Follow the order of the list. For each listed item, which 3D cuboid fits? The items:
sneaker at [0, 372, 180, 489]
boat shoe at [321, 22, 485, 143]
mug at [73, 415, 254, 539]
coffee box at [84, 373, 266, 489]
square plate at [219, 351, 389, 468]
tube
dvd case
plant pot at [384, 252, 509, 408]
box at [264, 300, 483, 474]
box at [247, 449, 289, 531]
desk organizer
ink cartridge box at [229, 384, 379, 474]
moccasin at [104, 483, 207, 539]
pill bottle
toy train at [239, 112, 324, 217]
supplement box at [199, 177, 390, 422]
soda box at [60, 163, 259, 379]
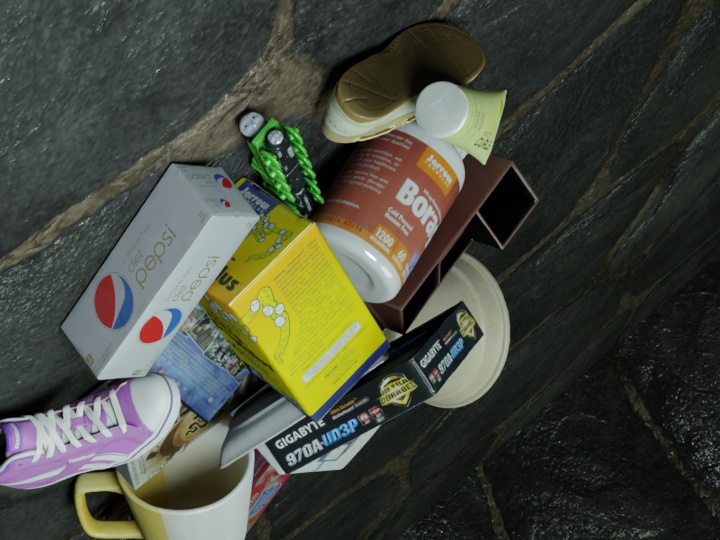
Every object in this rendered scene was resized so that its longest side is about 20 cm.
[{"bbox_3d":[-0.267,0.150,1.446,0.200,0.073,0.114,-29,161,14],"label":"sneaker"},{"bbox_3d":[0.036,-0.174,1.466,0.200,0.074,0.066,-27,169,-41],"label":"boat shoe"},{"bbox_3d":[-0.203,0.250,1.753,0.150,0.186,0.153,-55,154,-39],"label":"mug"},{"bbox_3d":[-0.182,0.121,1.624,0.200,0.080,0.113,-39,162,-18],"label":"coffee box"},{"bbox_3d":[-0.062,0.123,1.617,0.198,0.028,0.200,-34,-175,1],"label":"square plate"},{"bbox_3d":[0.104,-0.143,1.480,0.058,0.052,0.200,-33,170,15],"label":"tube"},{"bbox_3d":[-0.125,0.038,1.526,0.200,0.018,0.143,-50,137,-7],"label":"dvd case"},{"bbox_3d":[0.046,0.075,1.904,0.183,0.201,0.201,-3,138,-48],"label":"plant pot"},{"bbox_3d":[0.015,0.119,1.593,0.200,0.046,0.159,-31,-175,30],"label":"box"},{"bbox_3d":[-0.158,0.256,1.977,0.100,0.095,0.200,-21,151,-55],"label":"box"},{"bbox_3d":[0.087,-0.026,1.598,0.200,0.077,0.072,-53,131,-15],"label":"desk organizer"},{"bbox_3d":[-0.077,0.158,1.845,0.088,0.145,0.200,-47,162,7],"label":"ink cartridge box"},{"bbox_3d":[-0.220,0.252,1.865,0.201,0.074,0.078,-46,-165,13],"label":"moccasin"},{"bbox_3d":[0.033,-0.077,1.543,0.200,0.112,0.112,-58,169,-23],"label":"pill bottle"},{"bbox_3d":[-0.072,-0.093,1.414,0.042,0.056,0.200,-49,165,-9],"label":"toy train"},{"bbox_3d":[-0.075,0.030,1.470,0.110,0.109,0.200,-45,138,-13],"label":"supplement box"},{"bbox_3d":[-0.176,0.003,1.367,0.064,0.068,0.200,-1,135,-53],"label":"soda box"}]
